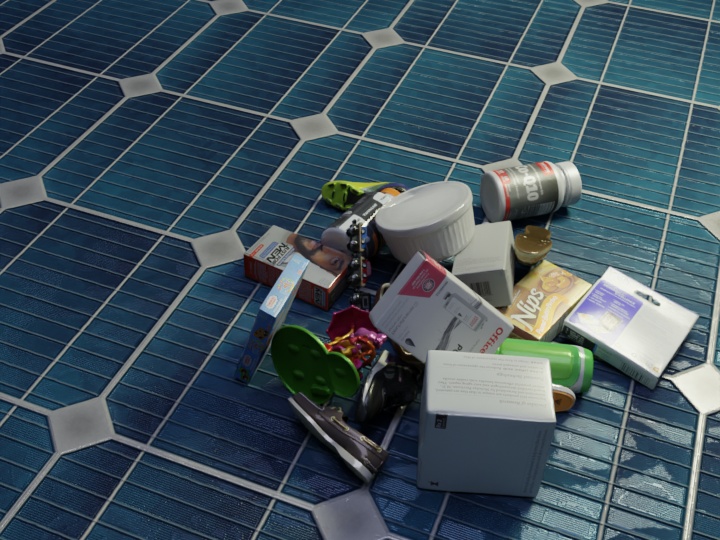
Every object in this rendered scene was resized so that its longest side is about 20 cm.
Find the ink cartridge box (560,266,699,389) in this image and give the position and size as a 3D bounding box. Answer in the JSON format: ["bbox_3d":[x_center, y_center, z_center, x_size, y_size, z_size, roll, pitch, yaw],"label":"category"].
[{"bbox_3d":[0.509,0.103,1.709,0.197,0.044,0.200,32,51,21],"label":"ink cartridge box"}]

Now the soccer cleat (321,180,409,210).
[{"bbox_3d":[0.013,-0.166,2.006,0.198,0.065,0.084,3,12,8],"label":"soccer cleat"}]

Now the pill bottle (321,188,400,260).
[{"bbox_3d":[0.016,-0.094,1.876,0.106,0.107,0.200,25,47,24],"label":"pill bottle"}]

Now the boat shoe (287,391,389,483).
[{"bbox_3d":[-0.039,0.264,1.496,0.060,0.072,0.200,-44,61,-15],"label":"boat shoe"}]

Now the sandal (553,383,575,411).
[{"bbox_3d":[0.269,0.225,1.551,0.205,0.080,0.059,5,39,0],"label":"sandal"}]

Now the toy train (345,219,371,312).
[{"bbox_3d":[0.000,0.000,1.751,0.045,0.034,0.202,0,80,-18],"label":"toy train"}]

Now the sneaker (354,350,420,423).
[{"bbox_3d":[0.053,0.202,1.546,0.087,0.076,0.200,20,26,9],"label":"sneaker"}]

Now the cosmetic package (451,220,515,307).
[{"bbox_3d":[0.243,-0.013,1.766,0.107,0.085,0.200,-7,27,18],"label":"cosmetic package"}]

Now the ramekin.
[{"bbox_3d":[0.135,-0.091,1.790,0.201,0.095,0.203,-17,26,8],"label":"ramekin"}]

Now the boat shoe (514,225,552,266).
[{"bbox_3d":[0.341,-0.039,1.807,0.072,0.065,0.200,16,18,11],"label":"boat shoe"}]

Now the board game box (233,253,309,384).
[{"bbox_3d":[-0.158,0.086,1.602,0.036,0.201,0.152,28,45,0],"label":"board game box"}]

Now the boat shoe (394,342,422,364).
[{"bbox_3d":[0.155,0.107,1.623,0.199,0.074,0.076,-16,67,-25],"label":"boat shoe"}]

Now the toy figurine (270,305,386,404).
[{"bbox_3d":[-0.026,0.132,1.600,0.199,0.151,0.184,8,27,39],"label":"toy figurine"}]

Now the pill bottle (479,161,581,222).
[{"bbox_3d":[0.371,-0.175,1.971,0.198,0.114,0.114,-12,43,-14],"label":"pill bottle"}]

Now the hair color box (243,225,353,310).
[{"bbox_3d":[-0.122,-0.008,1.810,0.199,0.064,0.111,22,45,20],"label":"hair color box"}]

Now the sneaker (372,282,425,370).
[{"bbox_3d":[0.085,0.104,1.681,0.070,0.076,0.200,-25,49,-26],"label":"sneaker"}]

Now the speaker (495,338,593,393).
[{"bbox_3d":[0.307,0.169,1.611,0.198,0.089,0.089,6,42,5],"label":"speaker"}]

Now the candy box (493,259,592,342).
[{"bbox_3d":[0.344,0.070,1.742,0.115,0.056,0.200,30,49,28],"label":"candy box"}]

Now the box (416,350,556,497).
[{"bbox_3d":[0.193,0.244,1.437,0.198,0.200,0.131,4,42,2],"label":"box"}]

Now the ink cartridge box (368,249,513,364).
[{"bbox_3d":[0.137,0.085,1.529,0.200,0.147,0.083,37,6,-12],"label":"ink cartridge box"}]
